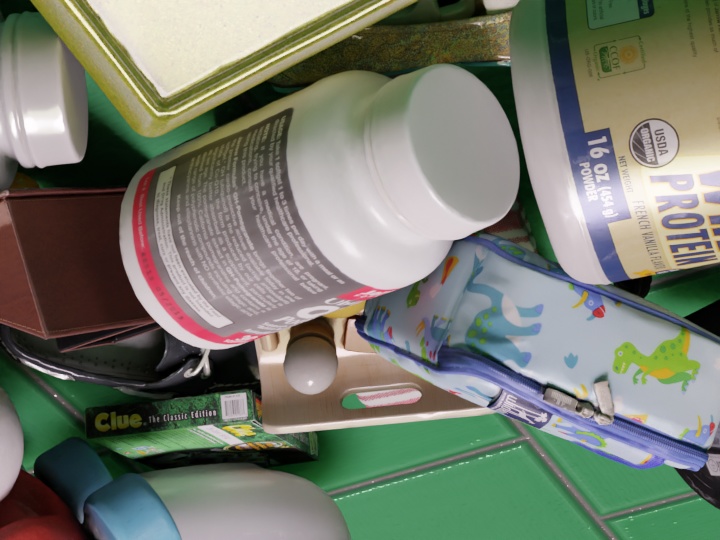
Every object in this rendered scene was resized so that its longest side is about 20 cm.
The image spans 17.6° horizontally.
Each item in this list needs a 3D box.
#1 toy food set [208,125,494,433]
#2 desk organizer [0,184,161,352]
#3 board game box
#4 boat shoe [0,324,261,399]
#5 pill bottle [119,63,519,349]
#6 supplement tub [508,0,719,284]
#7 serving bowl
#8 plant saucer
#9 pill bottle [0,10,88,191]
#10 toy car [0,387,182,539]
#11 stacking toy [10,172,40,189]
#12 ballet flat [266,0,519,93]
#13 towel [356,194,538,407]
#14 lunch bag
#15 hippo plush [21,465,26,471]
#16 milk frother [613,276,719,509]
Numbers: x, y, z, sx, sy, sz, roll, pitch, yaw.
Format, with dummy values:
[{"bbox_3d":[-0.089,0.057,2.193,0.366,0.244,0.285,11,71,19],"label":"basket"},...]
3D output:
[{"bbox_3d":[0.000,0.000,1.313,0.143,0.060,0.201,-6,123,5],"label":"toy food set"},{"bbox_3d":[-0.160,0.001,1.249,0.071,0.077,0.200,-18,176,21],"label":"desk organizer"},{"bbox_3d":[-0.095,0.104,1.458,0.104,0.024,0.200,-5,168,9],"label":"board game box"},{"bbox_3d":[-0.119,0.044,1.385,0.199,0.076,0.060,2,-177,-8],"label":"boat shoe"},{"bbox_3d":[-0.020,-0.035,1.171,0.111,0.111,0.200,30,145,-36],"label":"pill bottle"},{"bbox_3d":[0.180,-0.080,1.081,0.199,0.145,0.145,-12,143,13],"label":"supplement tub"},{"bbox_3d":[-0.107,0.161,1.498,0.199,0.066,0.200,-7,171,-1],"label":"serving bowl"},{"bbox_3d":[-0.074,-0.159,1.088,0.199,0.048,0.200,-26,126,16],"label":"plant saucer"},{"bbox_3d":[-0.243,-0.085,1.185,0.199,0.110,0.109,-5,144,3],"label":"pill bottle"},{"bbox_3d":[-0.233,0.115,1.311,0.184,0.177,0.201,-30,112,-20],"label":"toy car"},{"bbox_3d":[-0.261,0.004,1.330,0.200,0.110,0.116,-31,136,17],"label":"stacking toy"},{"bbox_3d":[0.042,-0.133,1.178,0.199,0.071,0.071,-6,144,4],"label":"ballet flat"},{"bbox_3d":[0.047,0.020,1.414,0.146,0.030,0.200,-12,140,12],"label":"towel"},{"bbox_3d":[0.097,0.040,1.209,0.160,0.083,0.200,22,178,-21],"label":"lunch bag"},{"bbox_3d":[-0.300,0.133,1.487,0.160,0.160,0.200,-33,153,-6],"label":"hippo plush"},{"bbox_3d":[0.235,0.001,1.317,0.188,0.180,0.201,-27,118,-24],"label":"milk frother"}]
